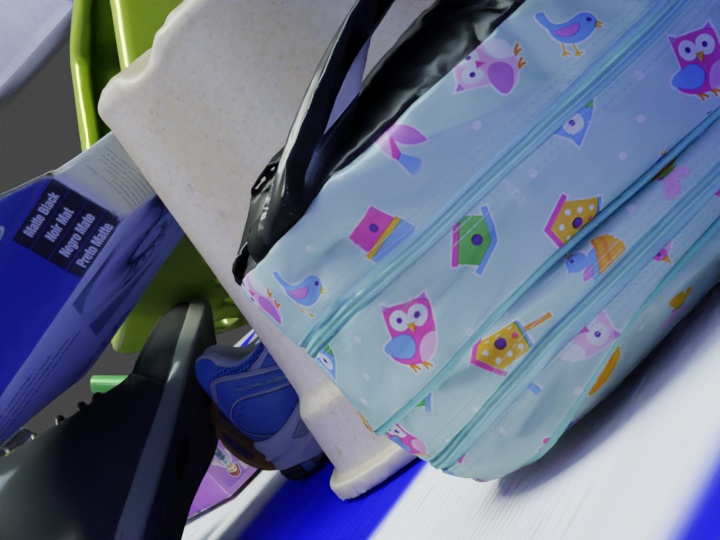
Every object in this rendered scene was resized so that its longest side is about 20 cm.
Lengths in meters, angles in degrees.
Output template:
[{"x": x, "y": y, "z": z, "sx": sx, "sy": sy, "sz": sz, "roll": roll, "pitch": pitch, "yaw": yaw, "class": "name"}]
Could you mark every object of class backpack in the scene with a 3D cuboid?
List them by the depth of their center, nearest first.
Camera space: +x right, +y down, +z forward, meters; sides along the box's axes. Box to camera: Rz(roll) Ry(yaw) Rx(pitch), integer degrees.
[{"x": 0.058, "y": -0.039, "z": 0.673, "sx": 0.200, "sy": 0.127, "sz": 0.167, "roll": -45, "pitch": -8, "yaw": -16, "class": "backpack"}]

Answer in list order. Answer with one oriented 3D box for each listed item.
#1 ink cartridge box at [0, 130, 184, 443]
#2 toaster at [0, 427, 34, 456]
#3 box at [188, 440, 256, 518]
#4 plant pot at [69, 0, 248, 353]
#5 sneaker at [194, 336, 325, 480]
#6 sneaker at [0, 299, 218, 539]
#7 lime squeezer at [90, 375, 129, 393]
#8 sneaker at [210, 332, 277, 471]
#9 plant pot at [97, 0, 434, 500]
[{"x": -0.140, "y": 0.015, "z": 1.002, "sx": 0.200, "sy": 0.041, "sz": 0.200, "roll": -52, "pitch": -6, "yaw": 33, "class": "ink cartridge box"}, {"x": -0.299, "y": 0.225, "z": 1.736, "sx": 0.181, "sy": 0.119, "sz": 0.200, "roll": -44, "pitch": 3, "yaw": 6, "class": "toaster"}, {"x": -0.043, "y": 0.064, "z": 1.356, "sx": 0.200, "sy": 0.039, "sz": 0.137, "roll": -45, "pitch": 4, "yaw": -25, "class": "box"}, {"x": -0.051, "y": -0.086, "z": 1.219, "sx": 0.180, "sy": 0.200, "sz": 0.200, "roll": -5, "pitch": -21, "yaw": -12, "class": "plant pot"}, {"x": 0.000, "y": 0.000, "z": 1.061, "sx": 0.200, "sy": 0.077, "sz": 0.076, "roll": -54, "pitch": 1, "yaw": 4, "class": "sneaker"}, {"x": -0.134, "y": 0.084, "z": 1.127, "sx": 0.201, "sy": 0.106, "sz": 0.075, "roll": -74, "pitch": -18, "yaw": -49, "class": "sneaker"}, {"x": -0.045, "y": 0.045, "z": 1.250, "sx": 0.199, "sy": 0.071, "sz": 0.038, "roll": -16, "pitch": -49, "yaw": -17, "class": "lime squeezer"}, {"x": 0.002, "y": 0.012, "z": 1.153, "sx": 0.200, "sy": 0.075, "sz": 0.088, "roll": -42, "pitch": 3, "yaw": 18, "class": "sneaker"}, {"x": 0.001, "y": -0.044, "z": 0.912, "sx": 0.200, "sy": 0.184, "sz": 0.200, "roll": -44, "pitch": 3, "yaw": 3, "class": "plant pot"}]
